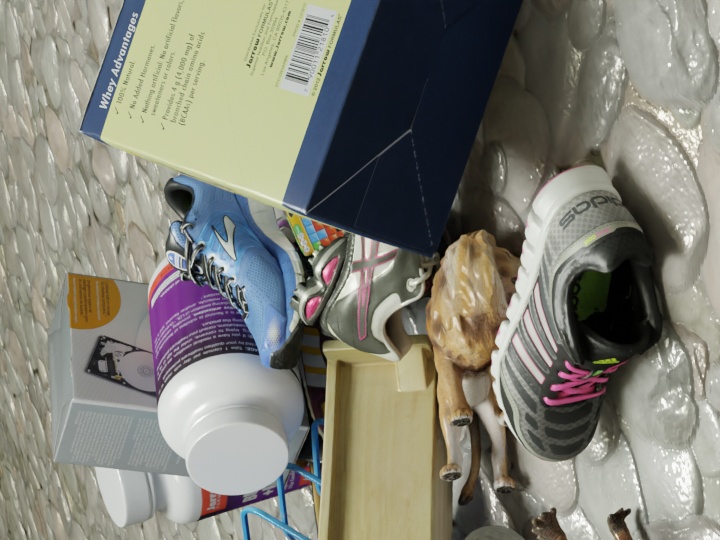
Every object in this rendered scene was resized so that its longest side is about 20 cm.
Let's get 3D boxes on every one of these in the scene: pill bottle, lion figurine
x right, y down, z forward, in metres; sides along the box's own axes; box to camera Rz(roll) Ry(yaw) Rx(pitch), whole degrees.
[{"bbox_3d":[-0.105,0.074,1.316,0.201,0.112,0.113,-102,15,-48],"label":"pill bottle"},{"bbox_3d":[0.075,0.070,1.168,0.200,0.072,0.123,102,161,-56],"label":"lion figurine"},{"bbox_3d":[-0.132,0.162,1.525,0.111,0.199,0.112,45,142,50],"label":"pill bottle"}]

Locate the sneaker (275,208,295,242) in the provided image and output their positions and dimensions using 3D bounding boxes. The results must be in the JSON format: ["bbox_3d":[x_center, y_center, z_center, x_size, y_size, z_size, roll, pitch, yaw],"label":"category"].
[{"bbox_3d":[-0.105,-0.019,1.518,0.100,0.074,0.200,67,155,17],"label":"sneaker"}]

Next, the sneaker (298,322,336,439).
[{"bbox_3d":[-0.013,0.066,1.359,0.201,0.075,0.090,61,158,29],"label":"sneaker"}]

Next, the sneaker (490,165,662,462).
[{"bbox_3d":[0.132,0.043,1.016,0.088,0.073,0.201,-125,35,-52],"label":"sneaker"}]

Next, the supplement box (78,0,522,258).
[{"bbox_3d":[-0.034,-0.138,1.045,0.199,0.134,0.201,21,92,38],"label":"supplement box"}]

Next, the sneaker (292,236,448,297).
[{"bbox_3d":[0.000,0.000,1.262,0.075,0.087,0.200,63,162,-13],"label":"sneaker"}]

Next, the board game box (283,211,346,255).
[{"bbox_3d":[-0.062,-0.119,1.276,0.200,0.056,0.166,-120,8,-70],"label":"board game box"}]

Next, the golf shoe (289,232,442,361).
[{"bbox_3d":[0.026,-0.031,1.149,0.088,0.077,0.201,34,127,17],"label":"golf shoe"}]

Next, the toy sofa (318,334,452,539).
[{"bbox_3d":[0.018,0.153,1.207,0.098,0.082,0.201,62,-154,-59],"label":"toy sofa"}]

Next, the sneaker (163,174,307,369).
[{"bbox_3d":[-0.097,-0.001,1.261,0.079,0.089,0.200,100,153,-43],"label":"sneaker"}]

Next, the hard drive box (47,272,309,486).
[{"bbox_3d":[-0.156,0.091,1.427,0.156,0.199,0.077,-105,30,-47],"label":"hard drive box"}]

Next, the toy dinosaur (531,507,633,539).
[{"bbox_3d":[0.162,0.223,1.039,0.136,0.085,0.201,58,152,33],"label":"toy dinosaur"}]

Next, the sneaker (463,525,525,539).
[{"bbox_3d":[0.120,0.284,1.184,0.105,0.075,0.201,99,152,-43],"label":"sneaker"}]

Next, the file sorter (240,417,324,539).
[{"bbox_3d":[-0.039,0.236,1.287,0.122,0.200,0.139,27,147,21],"label":"file sorter"}]

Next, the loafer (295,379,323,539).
[{"bbox_3d":[-0.026,0.149,1.438,0.073,0.072,0.201,129,124,-63],"label":"loafer"}]
